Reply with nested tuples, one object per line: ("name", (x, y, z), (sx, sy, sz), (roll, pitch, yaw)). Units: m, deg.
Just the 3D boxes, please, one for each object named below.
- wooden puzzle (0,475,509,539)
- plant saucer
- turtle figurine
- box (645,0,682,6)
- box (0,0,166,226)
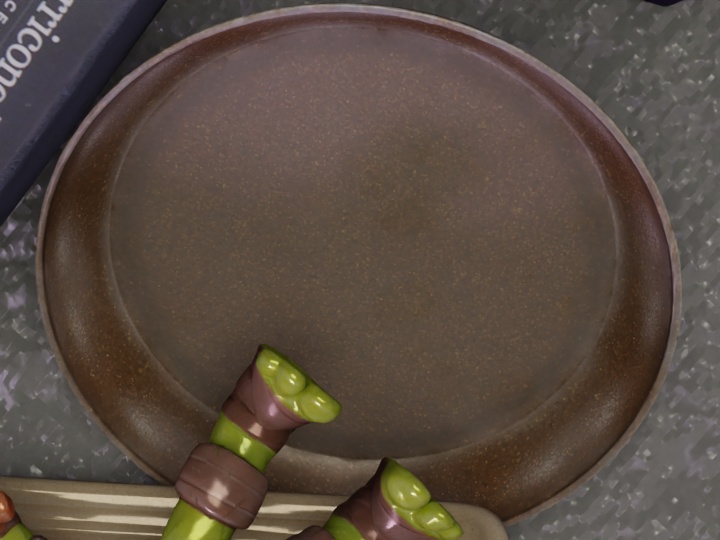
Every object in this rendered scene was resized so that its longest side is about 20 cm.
("wooden puzzle", (-0.053, 0.162, 0.885), (0.198, 0.037, 0.187), (3, 92, 6))
("plant saucer", (0.000, 0.000, 0.848), (0.198, 0.032, 0.201), (3, 124, 5))
("turtle figurine", (-0.047, 0.115, 0.824), (0.200, 0.064, 0.161), (43, 85, 13))
("box", (0.055, -0.152, 0.800), (0.147, 0.200, 0.105), (17, 91, -3))
("box", (-0.177, -0.086, 0.807), (0.200, 0.118, 0.197), (37, 109, -4))
